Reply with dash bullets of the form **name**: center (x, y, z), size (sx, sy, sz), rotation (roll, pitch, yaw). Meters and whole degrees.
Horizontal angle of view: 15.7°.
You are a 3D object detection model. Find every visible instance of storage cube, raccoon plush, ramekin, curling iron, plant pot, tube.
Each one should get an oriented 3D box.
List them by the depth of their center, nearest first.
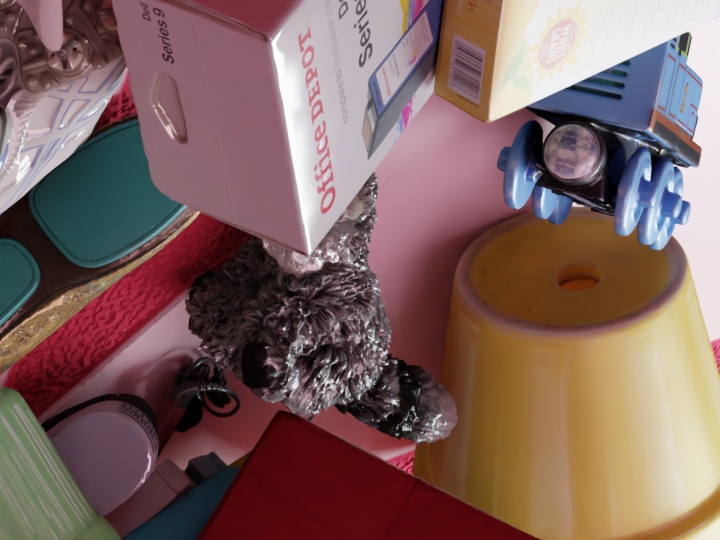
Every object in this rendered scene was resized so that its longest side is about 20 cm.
- **ramekin**: center (-0.221, 0.136, 1.234), size (0.199, 0.098, 0.200), rotation (-28, -176, 2)
- **storage cube**: center (-0.007, 0.210, 1.348), size (0.180, 0.170, 0.200), rotation (-59, 163, -22)
- **raccoon plush**: center (0.000, 0.000, 1.354), size (0.200, 0.097, 0.134), rotation (18, 112, -49)
- **tube**: center (-0.090, 0.142, 1.366), size (0.077, 0.050, 0.200), rotation (-50, 172, 37)
- **curling iron**: center (-0.127, 0.127, 1.435), size (0.049, 0.026, 0.200), rotation (8, 124, -48)
- **plant pot**: center (0.125, 0.076, 1.470), size (0.200, 0.201, 0.189), rotation (-21, 126, -22)

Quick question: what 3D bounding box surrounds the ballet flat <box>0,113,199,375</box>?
- **ballet flat**: center (-0.146, -0.007, 1.252), size (0.200, 0.071, 0.071), rotation (-38, 144, -1)

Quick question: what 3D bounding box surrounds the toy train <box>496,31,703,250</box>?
- **toy train**: center (0.133, -0.076, 1.351), size (0.200, 0.086, 0.115), rotation (12, 93, -74)

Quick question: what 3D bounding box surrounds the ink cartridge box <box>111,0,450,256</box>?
- **ink cartridge box**: center (-0.013, -0.130, 1.137), size (0.200, 0.087, 0.146), rotation (-52, 152, -29)

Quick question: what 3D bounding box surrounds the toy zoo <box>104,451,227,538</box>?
- **toy zoo**: center (-0.147, 0.170, 1.414), size (0.200, 0.020, 0.131), rotation (-41, 166, -16)

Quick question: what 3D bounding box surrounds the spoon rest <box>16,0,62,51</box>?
- **spoon rest**: center (-0.227, -0.108, 1.083), size (0.199, 0.061, 0.100), rotation (-9, 136, -15)

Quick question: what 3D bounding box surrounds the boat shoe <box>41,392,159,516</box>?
- **boat shoe**: center (-0.187, 0.129, 1.357), size (0.200, 0.069, 0.057), rotation (-31, -171, 10)

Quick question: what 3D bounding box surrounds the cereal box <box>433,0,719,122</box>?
- **cereal box**: center (0.119, -0.164, 1.183), size (0.200, 0.039, 0.144), rotation (-26, 135, -39)

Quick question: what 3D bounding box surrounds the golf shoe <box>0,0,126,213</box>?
- **golf shoe**: center (-0.139, -0.095, 1.167), size (0.200, 0.078, 0.097), rotation (-43, 165, 10)
